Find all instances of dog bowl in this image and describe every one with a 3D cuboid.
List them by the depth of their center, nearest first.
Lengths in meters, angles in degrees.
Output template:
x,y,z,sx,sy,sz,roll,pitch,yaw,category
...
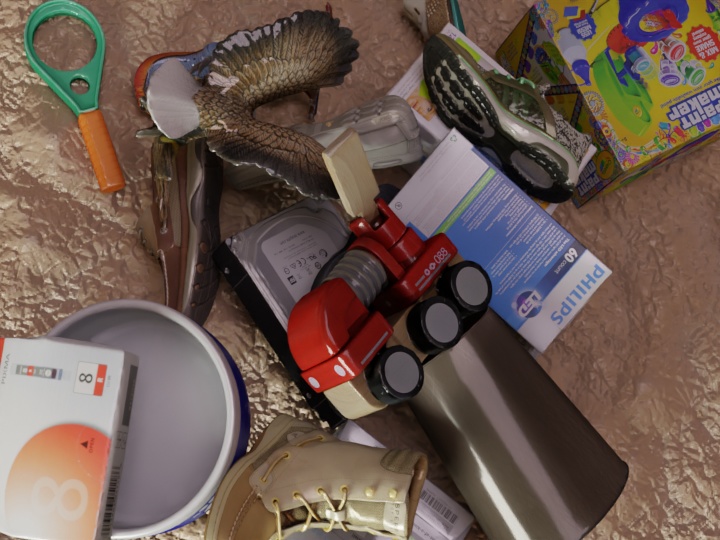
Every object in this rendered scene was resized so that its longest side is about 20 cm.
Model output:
x,y,z,sx,sy,sz,roll,pitch,yaw,category
-0.197,0.130,1.166,0.197,0.079,0.204,-1,80,7,dog bowl

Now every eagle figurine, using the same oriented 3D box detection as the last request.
x,y,z,sx,sy,sz,roll,pitch,yaw,category
-0.093,-0.141,1.198,0.197,0.153,0.152,-5,37,7,eagle figurine

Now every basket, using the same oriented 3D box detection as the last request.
x,y,z,sx,sy,sz,roll,pitch,yaw,category
0.132,0.147,1.230,0.201,0.135,0.180,53,32,-3,basket

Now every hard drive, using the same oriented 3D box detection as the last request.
x,y,z,sx,sy,sz,roll,pitch,yaw,category
-0.033,0.035,1.272,0.139,0.038,0.201,-28,83,-42,hard drive

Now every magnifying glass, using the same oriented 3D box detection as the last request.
x,y,z,sx,sy,sz,roll,pitch,yaw,category
-0.271,-0.171,1.303,0.079,0.022,0.203,-16,79,-19,magnifying glass

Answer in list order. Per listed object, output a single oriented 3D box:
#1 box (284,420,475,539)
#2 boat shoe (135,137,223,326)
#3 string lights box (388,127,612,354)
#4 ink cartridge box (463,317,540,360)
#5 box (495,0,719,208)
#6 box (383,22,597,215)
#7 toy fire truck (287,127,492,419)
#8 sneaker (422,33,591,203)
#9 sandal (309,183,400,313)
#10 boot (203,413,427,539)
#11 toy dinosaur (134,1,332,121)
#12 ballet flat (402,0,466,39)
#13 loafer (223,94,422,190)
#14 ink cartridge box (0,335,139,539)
x,y,z,sx,sy,sz,roll,pitch,yaw,category
-0.009,0.264,1.232,0.155,0.041,0.201,36,67,-1,box
-0.173,-0.036,1.268,0.071,0.076,0.203,-2,70,11,boat shoe
0.127,-0.028,1.258,0.200,0.059,0.103,42,93,-1,string lights box
0.105,0.010,1.327,0.199,0.059,0.104,41,68,0,ink cartridge box
0.283,-0.204,1.406,0.198,0.122,0.195,-25,82,-20,box
0.120,-0.129,1.350,0.199,0.101,0.113,40,69,0,box
0.002,-0.001,1.154,0.200,0.128,0.176,49,57,-9,toy fire truck
0.142,-0.157,1.280,0.200,0.077,0.089,45,56,-4,sneaker
0.001,0.000,1.267,0.076,0.043,0.201,48,43,-16,sandal
-0.035,0.204,1.139,0.153,0.074,0.200,12,29,17,boot
-0.129,-0.196,1.340,0.178,0.106,0.201,9,34,1,toy dinosaur
0.073,-0.302,1.420,0.064,0.071,0.203,-9,72,11,ballet flat
-0.036,-0.107,1.291,0.197,0.070,0.071,-14,116,18,loafer
-0.293,0.134,1.113,0.197,0.050,0.165,7,81,6,ink cartridge box
